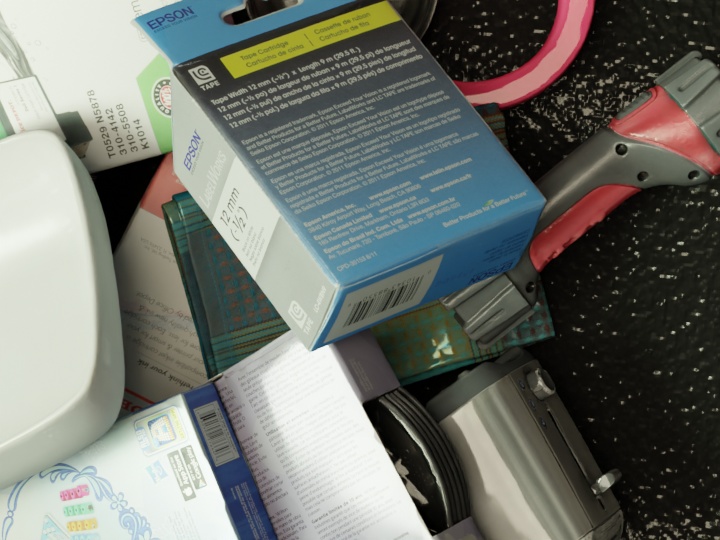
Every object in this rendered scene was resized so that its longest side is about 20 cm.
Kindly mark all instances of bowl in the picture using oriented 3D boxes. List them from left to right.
[{"bbox_3d":[-0.210,0.041,1.594,0.200,0.075,0.200,-26,52,19],"label":"bowl"}]

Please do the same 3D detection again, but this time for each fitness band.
[{"bbox_3d":[0.046,-0.183,1.666,0.144,0.037,0.200,-33,91,-2],"label":"fitness band"}]

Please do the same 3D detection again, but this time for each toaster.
[{"bbox_3d":[0.050,0.145,1.650,0.200,0.114,0.129,-37,83,19],"label":"toaster"}]

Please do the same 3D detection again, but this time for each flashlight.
[{"bbox_3d":[0.130,-0.035,1.632,0.200,0.068,0.068,-41,55,2],"label":"flashlight"}]

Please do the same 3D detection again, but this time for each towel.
[{"bbox_3d":[0.000,0.000,1.654,0.200,0.022,0.147,-17,105,-7],"label":"towel"}]

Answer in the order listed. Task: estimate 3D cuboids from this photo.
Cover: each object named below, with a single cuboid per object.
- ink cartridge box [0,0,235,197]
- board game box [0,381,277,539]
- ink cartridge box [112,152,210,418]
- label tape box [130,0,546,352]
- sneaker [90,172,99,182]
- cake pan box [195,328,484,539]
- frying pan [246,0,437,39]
[{"bbox_3d":[-0.176,-0.126,1.656,0.200,0.084,0.146,-15,103,12],"label":"ink cartridge box"},{"bbox_3d":[-0.129,0.187,1.604,0.199,0.043,0.200,-23,87,27],"label":"board game box"},{"bbox_3d":[-0.103,0.039,1.700,0.116,0.067,0.200,28,98,-5],"label":"ink cartridge box"},{"bbox_3d":[-0.018,-0.068,1.580,0.200,0.143,0.066,52,145,24],"label":"label tape box"},{"bbox_3d":[-0.238,-0.096,1.749,0.200,0.076,0.116,22,100,14],"label":"sneaker"},{"bbox_3d":[-0.036,0.140,1.599,0.200,0.052,0.184,-33,84,30],"label":"cake pan box"},{"bbox_3d":[0.014,-0.138,1.697,0.115,0.031,0.190,-42,86,9],"label":"frying pan"}]
